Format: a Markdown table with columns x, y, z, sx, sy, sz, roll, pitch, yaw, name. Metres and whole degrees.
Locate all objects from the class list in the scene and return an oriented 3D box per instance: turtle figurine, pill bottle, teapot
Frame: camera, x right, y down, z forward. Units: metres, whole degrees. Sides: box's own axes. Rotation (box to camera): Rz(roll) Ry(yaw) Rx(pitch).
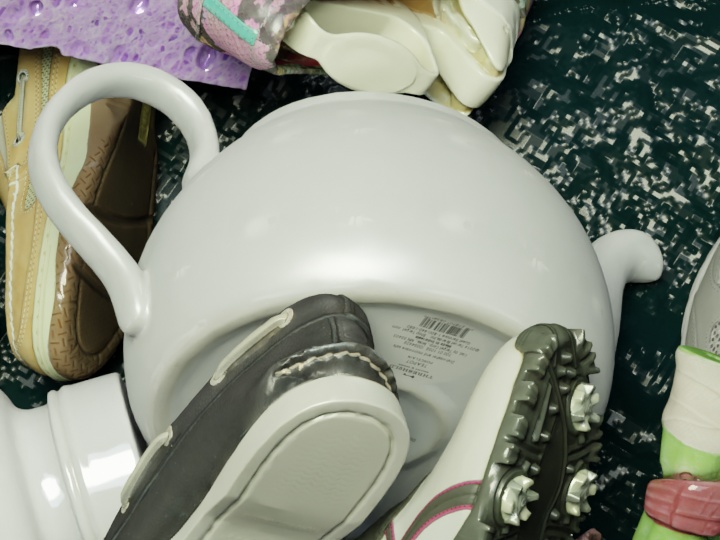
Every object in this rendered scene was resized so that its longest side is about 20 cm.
| x | y | z | sx | sy | sz | roll | pitch | yaw | name |
| --- | --- | --- | --- | --- | --- | --- | --- | --- | --- |
| 0.140 | 0.137 | 0.956 | 0.143 | 0.200 | 0.195 | 17 | 93 | -32 | turtle figurine |
| -0.176 | 0.106 | 1.008 | 0.199 | 0.112 | 0.113 | -18 | 71 | -3 | pill bottle |
| 0.000 | 0.000 | 1.007 | 0.196 | 0.200 | 0.147 | -13 | 50 | 16 | teapot |

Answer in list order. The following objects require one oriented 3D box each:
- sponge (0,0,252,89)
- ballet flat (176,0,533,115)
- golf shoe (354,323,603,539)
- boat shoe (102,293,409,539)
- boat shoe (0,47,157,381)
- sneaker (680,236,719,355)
| x | y | z | sx | sy | sz | roll | pitch | yaw | name |
| --- | --- | --- | --- | --- | --- | --- | --- | --- | --- |
| -0.128 | -0.140 | 1.014 | 0.199 | 0.112 | 0.030 | 9 | 29 | -16 | sponge |
| 0.015 | -0.095 | 1.040 | 0.071 | 0.200 | 0.069 | 50 | 122 | 28 | ballet flat |
| 0.021 | 0.106 | 0.922 | 0.088 | 0.077 | 0.201 | 23 | 99 | 29 | golf shoe |
| -0.053 | 0.088 | 0.930 | 0.074 | 0.200 | 0.060 | 17 | 39 | -26 | boat shoe |
| -0.126 | -0.047 | 1.087 | 0.076 | 0.072 | 0.201 | 0 | 61 | 16 | boat shoe |
| 0.177 | -0.018 | 1.046 | 0.074 | 0.082 | 0.201 | 17 | 73 | 8 | sneaker |
